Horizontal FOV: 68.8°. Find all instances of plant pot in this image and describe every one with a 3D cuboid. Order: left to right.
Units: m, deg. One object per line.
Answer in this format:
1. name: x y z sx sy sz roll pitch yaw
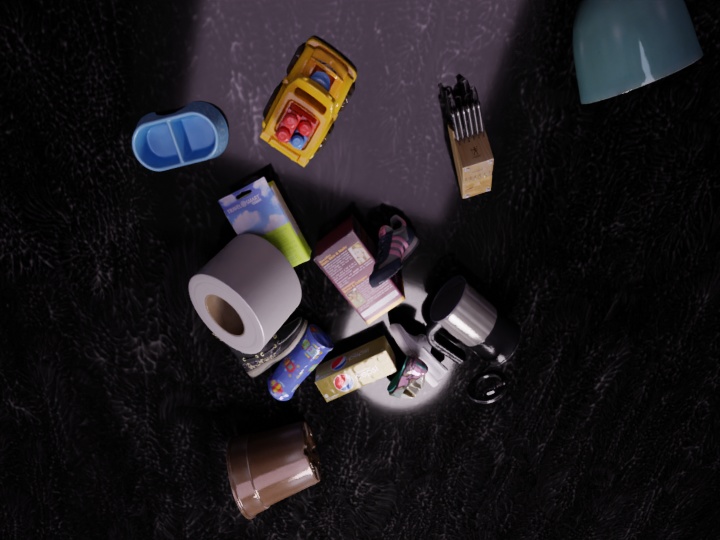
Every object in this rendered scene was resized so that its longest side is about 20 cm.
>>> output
1. plant pot: -0.210 0.489 1.331 0.191 0.202 0.206 -18 116 0
2. plant pot: 0.459 -0.409 0.904 0.194 0.201 0.166 -21 103 10

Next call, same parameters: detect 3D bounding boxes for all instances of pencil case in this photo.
1. pencil case: -0.145 0.221 1.257 0.078 0.086 0.201 48 111 23

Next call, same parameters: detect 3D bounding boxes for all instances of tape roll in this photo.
1. tape roll: -0.238 0.048 1.092 0.197 0.140 0.208 22 136 22

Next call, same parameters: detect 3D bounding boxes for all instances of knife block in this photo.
1. knife block: 0.211 -0.266 1.046 0.062 0.182 0.200 -13 161 7

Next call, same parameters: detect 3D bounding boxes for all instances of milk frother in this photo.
1. milk frother: 0.245 0.155 1.157 0.186 0.201 0.182 35 105 -16

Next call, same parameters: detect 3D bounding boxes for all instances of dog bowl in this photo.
1. dog bowl: -0.360 -0.260 1.041 0.192 0.050 0.115 -12 115 5

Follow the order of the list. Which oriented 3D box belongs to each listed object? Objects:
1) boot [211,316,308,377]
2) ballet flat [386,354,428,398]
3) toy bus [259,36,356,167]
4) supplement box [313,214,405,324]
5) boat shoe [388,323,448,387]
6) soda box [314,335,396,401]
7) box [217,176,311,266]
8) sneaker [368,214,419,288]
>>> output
1. boot: -0.234 0.140 1.221 0.202 0.074 0.154 -38 108 17
2. ballet flat: 0.113 0.261 1.238 0.070 0.070 0.202 29 148 6
3. toy bus: -0.098 -0.297 0.948 0.133 0.194 0.203 31 111 -13
4. supplement box: 0.000 0.000 1.148 0.109 0.086 0.202 -33 112 15
5. boat shoe: 0.143 0.191 1.254 0.068 0.072 0.202 -40 106 -2
6. soda box: -0.011 0.237 1.274 0.195 0.065 0.069 -26 114 11
7. box: -0.201 -0.092 1.123 0.118 0.048 0.204 -23 115 10
8. sneaker: 0.053 -0.042 1.077 0.069 0.201 0.083 -28 104 36
